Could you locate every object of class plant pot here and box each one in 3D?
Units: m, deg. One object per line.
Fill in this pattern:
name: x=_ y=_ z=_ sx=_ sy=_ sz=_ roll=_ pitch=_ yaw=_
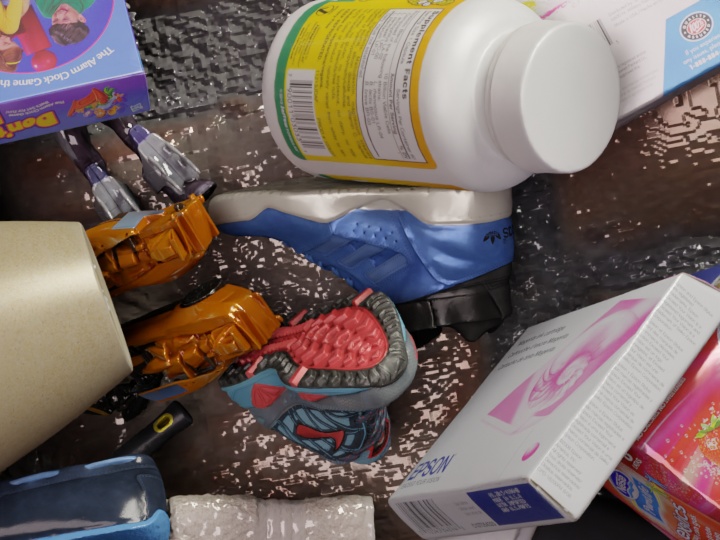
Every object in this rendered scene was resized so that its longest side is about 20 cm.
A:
plant pot: x=-0.240 y=0.048 z=1.235 sx=0.200 sy=0.187 sz=0.188 roll=-19 pitch=89 yaw=-4

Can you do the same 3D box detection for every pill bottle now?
pill bottle: x=0.047 y=-0.103 z=1.243 sx=0.200 sy=0.113 sz=0.113 roll=7 pitch=97 yaw=46

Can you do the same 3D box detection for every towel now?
towel: x=-0.063 y=0.233 z=1.339 sx=0.132 sy=0.034 sz=0.200 roll=1 pitch=107 yaw=-11

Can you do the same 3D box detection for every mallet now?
mallet: x=-0.195 y=0.146 z=1.365 sx=0.200 sy=0.041 sz=0.066 roll=-46 pitch=63 yaw=-5

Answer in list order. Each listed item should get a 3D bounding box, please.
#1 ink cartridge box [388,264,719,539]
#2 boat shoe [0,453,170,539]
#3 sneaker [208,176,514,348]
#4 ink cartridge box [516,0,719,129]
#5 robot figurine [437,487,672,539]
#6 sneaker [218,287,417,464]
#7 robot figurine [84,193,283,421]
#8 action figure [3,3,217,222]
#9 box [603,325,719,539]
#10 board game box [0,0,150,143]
ink cartridge box: x=0.119 y=0.060 z=1.196 sx=0.043 sy=0.196 sz=0.200 roll=42 pitch=68 yaw=-9
boat shoe: x=-0.214 y=0.155 z=1.311 sx=0.200 sy=0.084 sz=0.069 roll=-5 pitch=55 yaw=0
sneaker: x=0.000 y=0.000 z=1.322 sx=0.200 sy=0.077 sz=0.111 roll=0 pitch=100 yaw=21
ink cartridge box: x=0.139 y=-0.192 z=1.276 sx=0.115 sy=0.068 sz=0.200 roll=-28 pitch=87 yaw=16
robot figurine: x=0.141 y=0.192 z=1.277 sx=0.200 sy=0.125 sz=0.150 roll=22 pitch=67 yaw=12
sneaker: x=-0.005 y=0.070 z=1.289 sx=0.096 sy=0.200 sz=0.079 roll=47 pitch=71 yaw=-14
robot figurine: x=-0.154 y=0.028 z=1.341 sx=0.200 sy=0.058 sz=0.145 roll=-21 pitch=109 yaw=35
action figure: x=-0.180 y=-0.107 z=1.364 sx=0.130 sy=0.069 sz=0.200 roll=-41 pitch=90 yaw=-1
box: x=0.228 y=0.059 z=1.213 sx=0.100 sy=0.095 sz=0.200 roll=38 pitch=71 yaw=10
board game box: x=-0.241 y=-0.142 z=1.311 sx=0.200 sy=0.045 sz=0.135 roll=-13 pitch=63 yaw=-7
